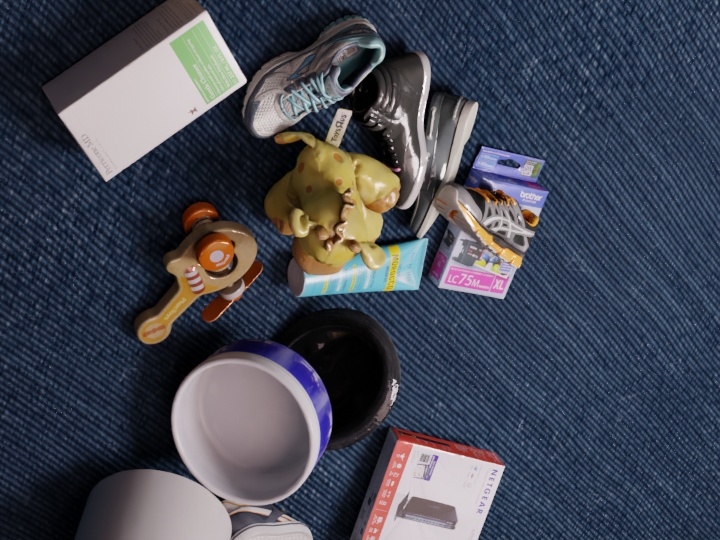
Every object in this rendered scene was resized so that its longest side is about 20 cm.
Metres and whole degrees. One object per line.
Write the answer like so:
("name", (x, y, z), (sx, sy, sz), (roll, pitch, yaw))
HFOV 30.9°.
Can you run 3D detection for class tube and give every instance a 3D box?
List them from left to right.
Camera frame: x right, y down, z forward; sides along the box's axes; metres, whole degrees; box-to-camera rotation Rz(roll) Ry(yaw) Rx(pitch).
("tube", (0.000, 0.000, 1.735), (0.197, 0.050, 0.078), (-7, 126, -30))

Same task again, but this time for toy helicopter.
("toy helicopter", (-0.205, 0.020, 1.634), (0.200, 0.079, 0.132), (-45, 136, 15))

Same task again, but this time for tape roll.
("tape roll", (-0.274, 0.375, 1.682), (0.199, 0.140, 0.205), (4, 131, 5))

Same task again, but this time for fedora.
("fedora", (-0.029, 0.147, 1.748), (0.202, 0.200, 0.091), (-54, 159, 9))

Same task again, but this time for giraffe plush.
("giraffe plush", (-0.033, -0.064, 1.564), (0.170, 0.164, 0.202), (0, 136, -3))

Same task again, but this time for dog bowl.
("dog bowl", (-0.138, 0.193, 1.675), (0.197, 0.079, 0.203), (6, 109, 17))

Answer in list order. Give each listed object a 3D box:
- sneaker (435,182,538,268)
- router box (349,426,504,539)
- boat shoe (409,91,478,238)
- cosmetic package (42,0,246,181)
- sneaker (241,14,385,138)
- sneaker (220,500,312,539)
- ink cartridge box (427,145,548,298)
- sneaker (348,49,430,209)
("sneaker", (0.167, -0.075, 1.708), (0.078, 0.078, 0.199), (-55, 142, 3))
("router box", (0.096, 0.348, 1.928), (0.177, 0.049, 0.203), (15, 103, -17))
("boat shoe", (0.095, -0.139, 1.708), (0.061, 0.073, 0.202), (24, 118, 10))
("cosmetic package", (-0.243, -0.209, 1.470), (0.199, 0.085, 0.108), (-38, 129, -6))
("sneaker", (-0.056, -0.227, 1.554), (0.199, 0.086, 0.078), (-40, 126, -2))
("sneaker", (-0.137, 0.362, 1.843), (0.078, 0.080, 0.200), (-44, 152, 6))
("ink cartridge box", (0.181, -0.064, 1.794), (0.118, 0.042, 0.202), (9, 109, -31))
("sneaker", (0.029, -0.172, 1.630), (0.098, 0.070, 0.203), (-11, 114, -34))
